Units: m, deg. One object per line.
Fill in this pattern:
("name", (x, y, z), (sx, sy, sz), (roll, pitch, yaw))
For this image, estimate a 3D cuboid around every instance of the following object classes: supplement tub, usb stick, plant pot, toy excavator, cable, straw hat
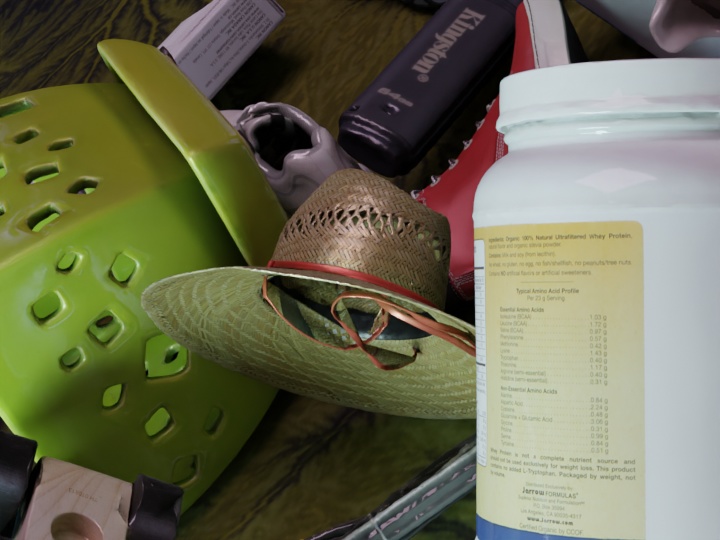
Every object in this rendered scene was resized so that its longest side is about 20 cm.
("supplement tub", (0.115, 0.025, 0.606), (0.143, 0.144, 0.203), (0, 90, 38))
("usb stick", (0.056, -0.130, 0.932), (0.055, 0.033, 0.200), (32, 56, 12))
("plant pot", (-0.133, -0.001, 0.858), (0.181, 0.201, 0.199), (-34, 36, -7))
("toy excavator", (-0.162, 0.208, 0.717), (0.195, 0.099, 0.201), (-93, 25, -54))
("cable", (-0.011, 0.123, 0.724), (0.199, 0.050, 0.097), (-39, -7, 4))
("straw hat", (0.000, 0.000, 0.737), (0.199, 0.201, 0.086), (-1, 67, 37))

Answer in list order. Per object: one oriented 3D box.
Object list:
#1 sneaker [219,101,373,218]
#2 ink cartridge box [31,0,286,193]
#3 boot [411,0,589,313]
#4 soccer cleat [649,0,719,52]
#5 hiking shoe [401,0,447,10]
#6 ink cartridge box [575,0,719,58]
("sneaker", (-0.057, -0.075, 0.964), (0.075, 0.081, 0.199), (-49, 38, -13))
("ink cartridge box", (-0.155, -0.113, 1.110), (0.200, 0.044, 0.173), (-50, 13, -16))
("boot", (0.067, -0.067, 0.868), (0.143, 0.073, 0.202), (-21, 44, 22))
("soccer cleat", (0.191, -0.107, 0.583), (0.078, 0.069, 0.199), (-54, 29, -11))
("hiking shoe", (0.027, -0.231, 1.052), (0.199, 0.087, 0.075), (9, 56, 43))
("ink cartridge box", (0.206, -0.230, 0.829), (0.147, 0.145, 0.200), (39, 78, 27))
